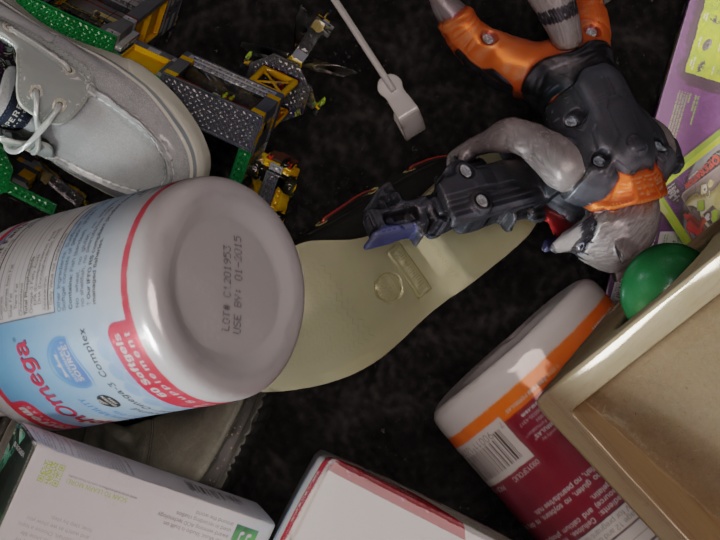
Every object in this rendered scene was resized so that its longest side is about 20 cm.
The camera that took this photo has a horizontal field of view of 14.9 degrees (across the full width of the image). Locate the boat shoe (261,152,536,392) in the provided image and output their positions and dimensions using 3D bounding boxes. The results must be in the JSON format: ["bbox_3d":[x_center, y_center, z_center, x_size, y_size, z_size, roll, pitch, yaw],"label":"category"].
[{"bbox_3d":[0.001,0.003,1.443,0.201,0.063,0.074,-32,101,-17],"label":"boat shoe"}]

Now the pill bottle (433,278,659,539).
[{"bbox_3d":[0.143,0.113,1.438,0.114,0.114,0.200,-41,91,-1],"label":"pill bottle"}]

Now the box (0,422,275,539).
[{"bbox_3d":[-0.148,0.191,1.398,0.144,0.036,0.201,22,96,-27],"label":"box"}]

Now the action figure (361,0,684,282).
[{"bbox_3d":[0.085,-0.082,1.389,0.199,0.105,0.194,-24,83,-31],"label":"action figure"}]

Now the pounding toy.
[{"bbox_3d":[0.204,0.027,1.331,0.200,0.142,0.184,47,132,-1],"label":"pounding toy"}]

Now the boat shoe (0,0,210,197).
[{"bbox_3d":[-0.170,-0.088,1.366,0.200,0.072,0.070,34,120,3],"label":"boat shoe"}]

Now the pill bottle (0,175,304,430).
[{"bbox_3d":[-0.130,0.022,1.371,0.108,0.199,0.110,12,73,-43],"label":"pill bottle"}]

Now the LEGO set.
[{"bbox_3d":[-0.109,-0.085,1.455,0.199,0.116,0.155,18,118,13],"label":"LEGO set"}]

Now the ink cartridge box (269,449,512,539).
[{"bbox_3d":[0.012,0.185,1.393,0.145,0.200,0.145,26,87,-2],"label":"ink cartridge box"}]

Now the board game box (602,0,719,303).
[{"bbox_3d":[0.211,-0.057,1.485,0.119,0.032,0.201,17,89,2],"label":"board game box"}]

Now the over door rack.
[{"bbox_3d":[0.033,-0.195,1.464,0.147,0.067,0.201,-33,90,-1],"label":"over door rack"}]

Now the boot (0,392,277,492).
[{"bbox_3d":[-0.130,0.093,1.460,0.130,0.068,0.201,28,87,5],"label":"boot"}]
